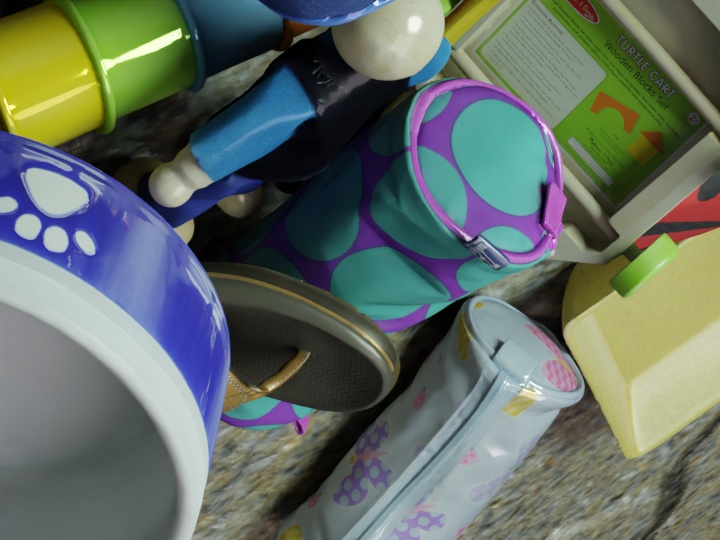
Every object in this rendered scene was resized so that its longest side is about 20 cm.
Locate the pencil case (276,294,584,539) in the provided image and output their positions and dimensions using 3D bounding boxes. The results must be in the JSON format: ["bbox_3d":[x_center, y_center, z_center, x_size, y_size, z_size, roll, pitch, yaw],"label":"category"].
[{"bbox_3d":[0.036,0.107,1.039,0.200,0.083,0.091,-51,161,21],"label":"pencil case"}]

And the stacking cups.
[{"bbox_3d":[-0.059,-0.104,0.726,0.200,0.061,0.061,-28,147,-22],"label":"stacking cups"}]

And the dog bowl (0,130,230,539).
[{"bbox_3d":[-0.152,0.044,0.704,0.199,0.079,0.200,5,133,5],"label":"dog bowl"}]

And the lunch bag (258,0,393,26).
[{"bbox_3d":[0.012,-0.173,0.620,0.200,0.136,0.132,-27,146,-11],"label":"lunch bag"}]

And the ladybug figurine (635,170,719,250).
[{"bbox_3d":[0.140,-0.053,0.913,0.200,0.072,0.136,-7,162,-44],"label":"ladybug figurine"}]

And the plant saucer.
[{"bbox_3d":[0.207,0.004,1.098,0.200,0.048,0.200,-36,147,-1],"label":"plant saucer"}]

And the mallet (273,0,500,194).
[{"bbox_3d":[0.021,-0.088,0.771,0.200,0.041,0.066,-39,170,32],"label":"mallet"}]

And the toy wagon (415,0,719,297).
[{"bbox_3d":[0.112,-0.090,0.786,0.200,0.155,0.040,-44,175,31],"label":"toy wagon"}]

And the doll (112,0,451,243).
[{"bbox_3d":[-0.029,-0.058,0.714,0.136,0.049,0.200,-29,179,-34],"label":"doll"}]

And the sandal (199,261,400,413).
[{"bbox_3d":[-0.084,0.027,0.767,0.200,0.055,0.082,19,148,-11],"label":"sandal"}]

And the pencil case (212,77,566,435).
[{"bbox_3d":[0.000,0.000,0.819,0.092,0.085,0.200,40,136,-15],"label":"pencil case"}]
